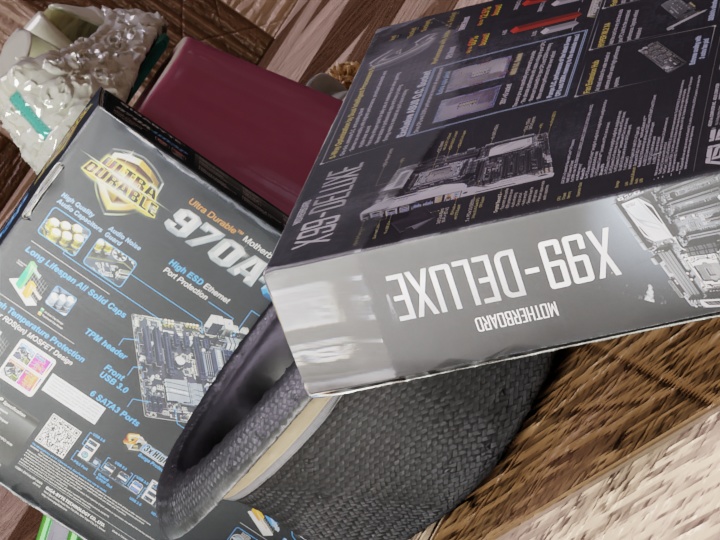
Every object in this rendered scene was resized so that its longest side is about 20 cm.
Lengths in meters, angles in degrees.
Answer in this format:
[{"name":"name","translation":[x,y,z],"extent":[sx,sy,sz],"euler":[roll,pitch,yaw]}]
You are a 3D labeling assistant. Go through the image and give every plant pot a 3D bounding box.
[{"name":"plant pot","translation":[-0.043,-0.005,1.375],"extent":[0.200,0.179,0.200],"euler":[-55,7,10]}]

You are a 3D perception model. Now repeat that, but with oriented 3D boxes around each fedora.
[{"name":"fedora","translation":[0.011,0.042,1.142],"extent":[0.201,0.092,0.201],"euler":[-51,8,10]}]

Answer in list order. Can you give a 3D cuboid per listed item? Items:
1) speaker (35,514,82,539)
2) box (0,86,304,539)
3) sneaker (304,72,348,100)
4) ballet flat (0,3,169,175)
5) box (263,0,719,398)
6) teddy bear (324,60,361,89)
[{"name":"speaker","translation":[-0.105,0.111,1.472],"extent":[0.088,0.088,0.200],"euler":[146,141,-71]},{"name":"box","translation":[-0.073,0.045,1.259],"extent":[0.159,0.200,0.046],"euler":[-54,10,11]},{"name":"sneaker","translation":[0.000,0.000,1.522],"extent":[0.074,0.088,0.200],"euler":[-55,-20,-44]},{"name":"ballet flat","translation":[-0.130,-0.093,1.372],"extent":[0.072,0.072,0.200],"euler":[-54,6,12]},{"name":"box","translation":[0.066,-0.039,0.987],"extent":[0.157,0.050,0.200],"euler":[-13,24,17]},{"name":"teddy bear","translation":[-0.017,-0.054,1.650],"extent":[0.200,0.145,0.067],"euler":[-60,-18,-57]}]
